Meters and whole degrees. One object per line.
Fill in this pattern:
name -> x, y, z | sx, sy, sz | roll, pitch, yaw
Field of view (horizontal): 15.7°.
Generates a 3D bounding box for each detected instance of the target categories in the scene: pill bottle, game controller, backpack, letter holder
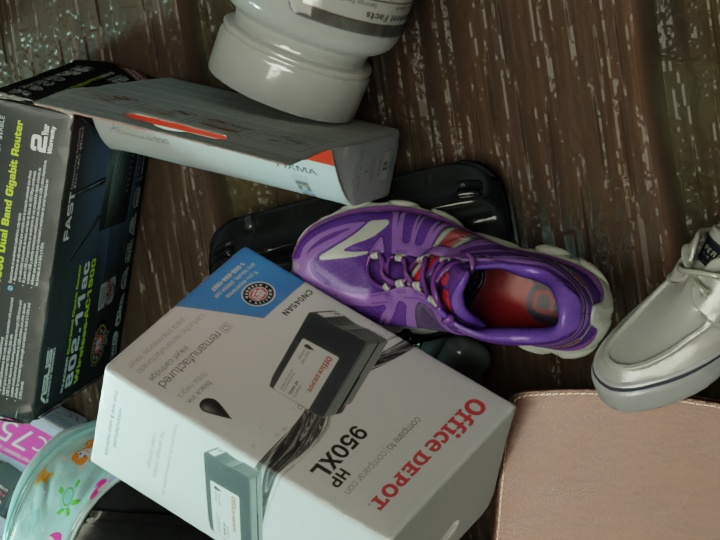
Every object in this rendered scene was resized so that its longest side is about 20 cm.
pill bottle -> -0.014, -0.196, 1.544 | 0.113, 0.114, 0.201 | 24, 107, 10
game controller -> 0.000, 0.000, 1.614 | 0.199, 0.042, 0.105 | -14, 85, 19
backpack -> -0.128, 0.174, 1.610 | 0.150, 0.199, 0.178 | 26, 112, 44
letter holder -> 0.187, 0.137, 1.566 | 0.199, 0.101, 0.143 | 6, 97, 15

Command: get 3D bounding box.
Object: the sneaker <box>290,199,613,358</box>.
sneaker -> 0.048, 0.002, 1.531 | 0.199, 0.083, 0.081 | 8, 91, 21

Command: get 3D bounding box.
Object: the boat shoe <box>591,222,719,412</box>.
boat shoe -> 0.213, 0.004, 1.508 | 0.200, 0.072, 0.066 | -32, 134, -1

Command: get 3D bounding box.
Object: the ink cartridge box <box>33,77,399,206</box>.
ink cartridge box -> -0.082, -0.070, 1.523 | 0.159, 0.200, 0.047 | 14, 103, 16

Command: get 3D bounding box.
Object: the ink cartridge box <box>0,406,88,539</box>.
ink cartridge box -> -0.278, 0.154, 1.721 | 0.119, 0.042, 0.200 | 29, 111, -9

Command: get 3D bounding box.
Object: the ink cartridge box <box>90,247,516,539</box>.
ink cartridge box -> -0.032, 0.095, 1.512 | 0.200, 0.145, 0.084 | 30, 135, 18

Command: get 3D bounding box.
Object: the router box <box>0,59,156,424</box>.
router box -> -0.189, -0.021, 1.612 | 0.062, 0.150, 0.201 | 13, 106, 13

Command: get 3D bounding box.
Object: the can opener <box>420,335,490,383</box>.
can opener -> 0.031, 0.124, 1.641 | 0.066, 0.053, 0.201 | 15, 111, -24
